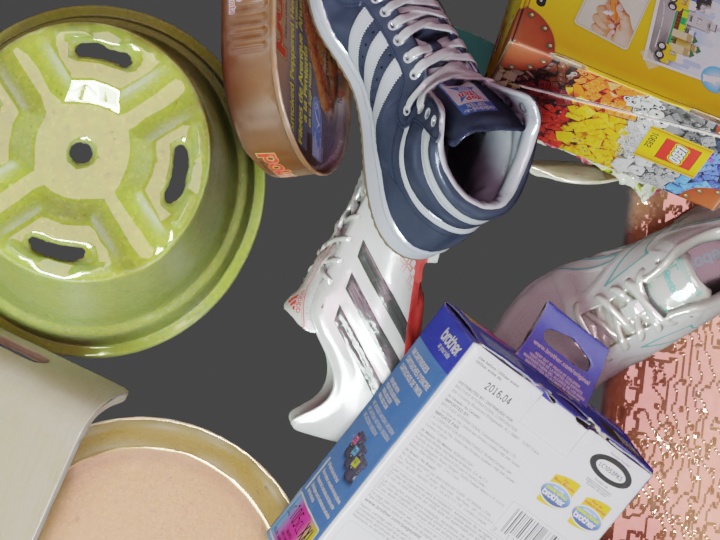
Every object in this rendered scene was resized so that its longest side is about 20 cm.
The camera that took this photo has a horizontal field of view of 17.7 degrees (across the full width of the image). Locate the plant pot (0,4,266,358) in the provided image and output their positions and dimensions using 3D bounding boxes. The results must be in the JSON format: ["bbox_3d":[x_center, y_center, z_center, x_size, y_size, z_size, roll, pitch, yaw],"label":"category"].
[{"bbox_3d":[-0.145,-0.055,1.233,0.198,0.184,0.202,0,88,-5],"label":"plant pot"}]

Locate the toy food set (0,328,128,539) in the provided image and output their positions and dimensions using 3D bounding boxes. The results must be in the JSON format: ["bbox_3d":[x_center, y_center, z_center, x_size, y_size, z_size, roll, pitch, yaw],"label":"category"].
[{"bbox_3d":[-0.228,0.129,1.271,0.143,0.060,0.201,24,90,20],"label":"toy food set"}]

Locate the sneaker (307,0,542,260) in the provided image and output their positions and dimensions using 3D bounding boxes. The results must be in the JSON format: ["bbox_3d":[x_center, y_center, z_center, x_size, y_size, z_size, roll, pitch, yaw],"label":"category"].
[{"bbox_3d":[0.034,-0.112,1.216,0.070,0.108,0.202,-13,88,-26],"label":"sneaker"}]

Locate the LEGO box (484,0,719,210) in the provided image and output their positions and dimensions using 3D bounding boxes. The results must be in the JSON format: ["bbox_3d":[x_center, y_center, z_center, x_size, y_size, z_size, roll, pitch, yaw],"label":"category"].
[{"bbox_3d":[0.164,-0.158,1.279,0.148,0.077,0.201,22,62,-4],"label":"LEGO box"}]

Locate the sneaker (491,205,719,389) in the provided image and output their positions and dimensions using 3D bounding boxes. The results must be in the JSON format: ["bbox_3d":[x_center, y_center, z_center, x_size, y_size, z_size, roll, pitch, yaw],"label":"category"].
[{"bbox_3d":[0.156,0.015,1.308,0.199,0.080,0.071,-31,92,-4],"label":"sneaker"}]

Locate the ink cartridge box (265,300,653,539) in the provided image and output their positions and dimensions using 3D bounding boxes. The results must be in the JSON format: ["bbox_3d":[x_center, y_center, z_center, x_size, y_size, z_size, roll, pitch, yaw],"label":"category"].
[{"bbox_3d":[0.063,0.115,1.264,0.136,0.076,0.200,36,98,-21],"label":"ink cartridge box"}]

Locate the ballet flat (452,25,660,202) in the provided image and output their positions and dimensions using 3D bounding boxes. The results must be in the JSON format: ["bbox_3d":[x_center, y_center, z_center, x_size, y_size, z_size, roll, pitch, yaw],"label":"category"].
[{"bbox_3d":[0.093,-0.087,1.316,0.198,0.076,0.064,18,120,1],"label":"ballet flat"}]

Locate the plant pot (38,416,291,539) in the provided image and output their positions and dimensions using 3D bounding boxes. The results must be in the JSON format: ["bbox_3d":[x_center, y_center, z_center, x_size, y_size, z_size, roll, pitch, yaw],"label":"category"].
[{"bbox_3d":[-0.124,0.183,1.304,0.198,0.027,0.202,0,87,-5],"label":"plant pot"}]

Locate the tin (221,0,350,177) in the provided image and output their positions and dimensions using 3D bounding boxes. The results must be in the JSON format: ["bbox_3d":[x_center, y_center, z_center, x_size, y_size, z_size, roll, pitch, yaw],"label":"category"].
[{"bbox_3d":[-0.041,-0.149,1.271,0.041,0.112,0.202,-5,73,16],"label":"tin"}]

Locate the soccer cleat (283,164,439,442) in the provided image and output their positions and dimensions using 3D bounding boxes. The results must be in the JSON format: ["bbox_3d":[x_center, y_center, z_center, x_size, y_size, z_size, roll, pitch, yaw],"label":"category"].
[{"bbox_3d":[0.000,0.000,1.299,0.084,0.069,0.202,2,95,-6],"label":"soccer cleat"}]
